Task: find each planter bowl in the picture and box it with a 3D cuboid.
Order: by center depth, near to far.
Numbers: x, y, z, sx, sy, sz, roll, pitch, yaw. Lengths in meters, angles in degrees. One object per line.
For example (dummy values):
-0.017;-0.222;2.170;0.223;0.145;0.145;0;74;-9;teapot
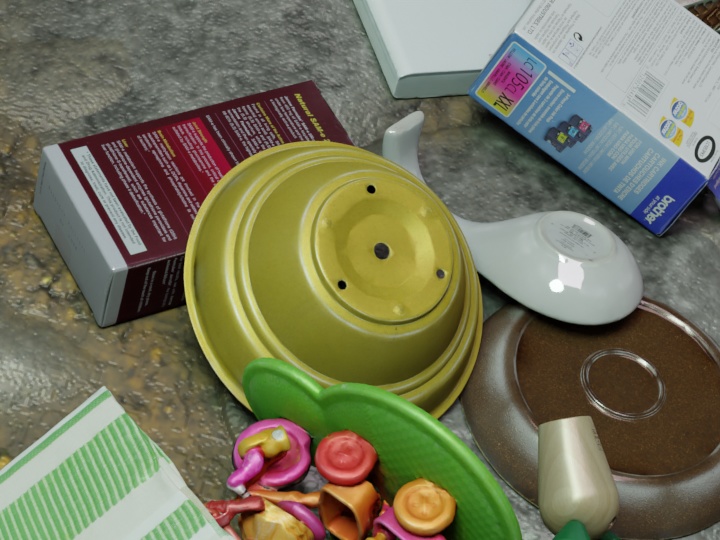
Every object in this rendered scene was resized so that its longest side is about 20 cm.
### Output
0.000;0.000;1.381;0.199;0.083;0.202;8;67;-21;planter bowl

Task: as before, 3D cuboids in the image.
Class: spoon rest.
0.097;-0.026;1.491;0.200;0.061;0.099;37;42;20;spoon rest

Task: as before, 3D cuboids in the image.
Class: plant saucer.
0.163;0.079;1.444;0.199;0.032;0.201;9;48;-10;plant saucer

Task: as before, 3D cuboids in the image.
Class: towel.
-0.142;0.166;1.213;0.152;0.023;0.200;-38;50;-8;towel

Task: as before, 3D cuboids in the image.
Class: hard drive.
0.056;-0.209;1.670;0.131;0.027;0.201;-5;52;-20;hard drive

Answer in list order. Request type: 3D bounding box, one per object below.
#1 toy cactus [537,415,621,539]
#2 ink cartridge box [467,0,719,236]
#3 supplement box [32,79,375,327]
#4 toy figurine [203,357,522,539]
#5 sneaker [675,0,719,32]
0.133;0.162;1.256;0.200;0.102;0.166;7;70;-59;toy cactus
0.193;-0.120;1.582;0.200;0.076;0.137;36;48;0;ink cartridge box
-0.095;-0.045;1.457;0.199;0.061;0.109;-16;57;-27;supplement box
-0.043;0.164;1.252;0.199;0.151;0.184;32;58;23;toy figurine
0.275;-0.228;1.720;0.199;0.072;0.080;-17;60;-27;sneaker
